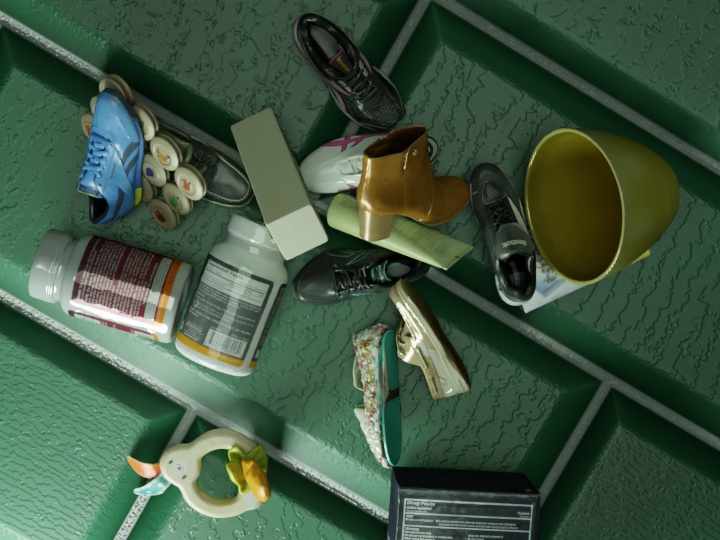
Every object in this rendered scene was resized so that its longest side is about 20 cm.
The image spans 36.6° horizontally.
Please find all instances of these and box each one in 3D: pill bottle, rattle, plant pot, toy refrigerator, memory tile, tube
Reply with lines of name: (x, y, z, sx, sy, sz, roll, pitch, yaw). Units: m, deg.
pill bottle: (-0.166, 0.032, 1.481, 0.115, 0.116, 0.202, 22, 93, -3)
rattle: (-0.226, 0.292, 1.491, 0.198, 0.143, 0.131, 7, 112, -8)
plant pot: (0.330, -0.093, 1.425, 0.141, 0.200, 0.202, -11, 95, -27)
pill bottle: (-0.337, 0.017, 1.477, 0.198, 0.114, 0.115, 17, 94, -3)
toy refrigerator: (-0.111, -0.115, 1.433, 0.069, 0.076, 0.201, -25, 50, 1)
memory tile: (-0.293, -0.154, 1.459, 0.200, 0.153, 0.017, 51, 52, -3)
tube: (0.048, -0.049, 1.470, 0.199, 0.052, 0.058, 22, 75, 25)

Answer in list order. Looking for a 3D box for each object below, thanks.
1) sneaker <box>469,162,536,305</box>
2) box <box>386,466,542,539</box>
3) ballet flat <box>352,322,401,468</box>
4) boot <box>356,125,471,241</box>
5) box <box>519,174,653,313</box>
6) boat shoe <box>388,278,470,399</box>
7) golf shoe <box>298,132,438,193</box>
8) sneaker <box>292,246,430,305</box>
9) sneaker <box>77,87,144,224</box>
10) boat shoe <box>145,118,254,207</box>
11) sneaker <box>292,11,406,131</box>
sneaker: (0.198, -0.048, 1.458, 0.066, 0.091, 0.202, -16, 94, -1)
box: (0.138, 0.385, 1.510, 0.198, 0.123, 0.201, 4, 95, -3)
ballet flat: (0.022, 0.174, 1.529, 0.063, 0.075, 0.202, -2, 90, 30)
boot: (0.079, -0.126, 1.418, 0.200, 0.071, 0.145, -24, 139, -33)
box: (0.290, -0.045, 1.525, 0.199, 0.038, 0.138, -24, 94, 1)
boat shoe: (0.082, 0.103, 1.494, 0.069, 0.074, 0.201, -27, 116, 11)
golf shoe: (0.007, -0.153, 1.485, 0.198, 0.092, 0.073, -15, 95, 1)
sneaker: (0.000, 0.000, 1.502, 0.198, 0.079, 0.076, -16, 94, 1)
sneaker: (-0.333, -0.142, 1.432, 0.066, 0.201, 0.078, 33, 48, 22)
boat shoe: (-0.236, -0.148, 1.490, 0.200, 0.066, 0.072, 32, 93, -3)
sneaker: (-0.021, -0.268, 1.477, 0.200, 0.086, 0.080, 43, 94, -4)
